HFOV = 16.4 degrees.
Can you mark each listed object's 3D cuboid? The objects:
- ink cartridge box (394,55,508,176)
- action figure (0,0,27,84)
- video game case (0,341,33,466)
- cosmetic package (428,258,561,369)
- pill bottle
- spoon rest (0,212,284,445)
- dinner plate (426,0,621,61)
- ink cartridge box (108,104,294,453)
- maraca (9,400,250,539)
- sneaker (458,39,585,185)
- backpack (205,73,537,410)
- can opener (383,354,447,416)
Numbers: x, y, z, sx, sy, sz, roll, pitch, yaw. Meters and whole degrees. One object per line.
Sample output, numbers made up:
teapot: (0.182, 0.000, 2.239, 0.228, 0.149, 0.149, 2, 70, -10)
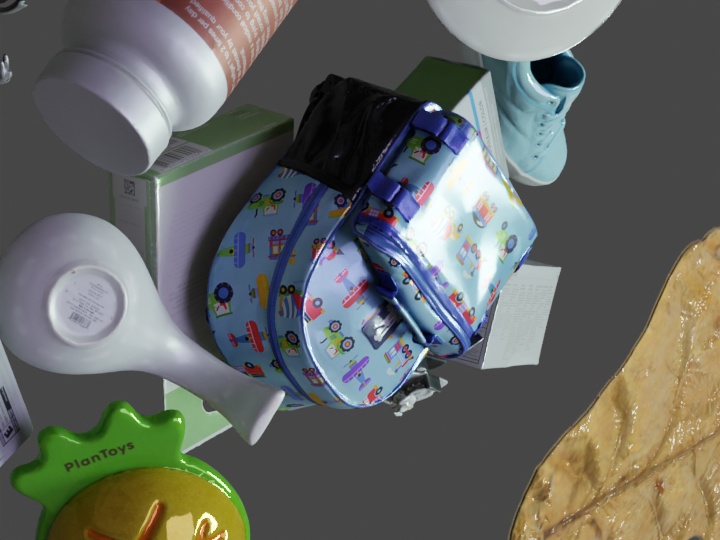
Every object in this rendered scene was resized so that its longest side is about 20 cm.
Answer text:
ink cartridge box: (0.027, -0.054, 1.807, 0.200, 0.059, 0.104, -48, 140, -34)
action figure: (-0.225, -0.154, 1.350, 0.119, 0.101, 0.201, -55, 143, -46)
video game case: (-0.276, 0.104, 1.453, 0.200, 0.018, 0.144, -48, 139, -35)
cosmetic package: (0.104, 0.029, 1.919, 0.200, 0.050, 0.083, 6, 100, -74)
pill bottle: (-0.109, -0.159, 1.509, 0.200, 0.112, 0.112, -57, 143, -26)
spoon rest: (-0.142, 0.040, 1.551, 0.200, 0.061, 0.100, 35, 86, -24)
dinner plate: (0.120, -0.238, 1.667, 0.199, 0.024, 0.201, -9, 108, -32)
ink cartridge box: (-0.101, 0.006, 1.649, 0.145, 0.048, 0.201, -28, 127, -49)
maraca: (-0.144, 0.159, 1.584, 0.136, 0.107, 0.201, -23, 132, -2)
sneaker: (0.136, -0.131, 1.919, 0.074, 0.082, 0.200, -57, 143, -24)
backpack: (0.000, 0.000, 1.635, 0.200, 0.134, 0.183, -54, 138, -22)
can opener: (0.000, 0.064, 1.836, 0.200, 0.052, 0.067, 21, 51, -59)
